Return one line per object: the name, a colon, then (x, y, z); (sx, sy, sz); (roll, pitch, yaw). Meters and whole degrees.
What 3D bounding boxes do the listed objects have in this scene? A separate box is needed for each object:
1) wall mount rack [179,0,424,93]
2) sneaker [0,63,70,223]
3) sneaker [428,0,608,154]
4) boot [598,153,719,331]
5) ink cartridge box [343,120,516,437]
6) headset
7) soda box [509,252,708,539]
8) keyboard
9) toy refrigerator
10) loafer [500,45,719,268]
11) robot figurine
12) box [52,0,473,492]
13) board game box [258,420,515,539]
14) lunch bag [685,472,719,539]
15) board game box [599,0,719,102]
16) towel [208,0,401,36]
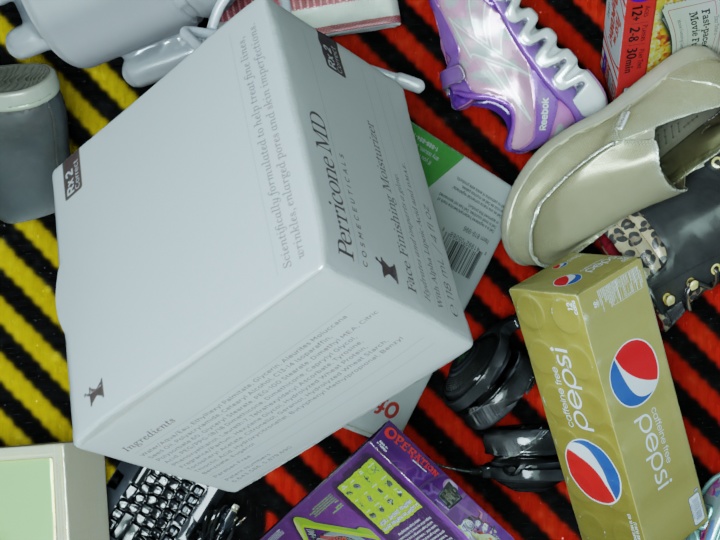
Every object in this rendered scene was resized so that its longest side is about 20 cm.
wall mount rack: (-0.058, -0.096, 0.950); (0.174, 0.075, 0.200); (1, 118, -36)
sneaker: (-0.300, -0.086, 0.972); (0.200, 0.075, 0.106); (2, 121, 19)
sneaker: (0.084, -0.163, 0.971); (0.088, 0.080, 0.200); (-41, 89, 7)
boot: (0.272, -0.005, 0.962); (0.150, 0.073, 0.200); (-33, 84, -2)
ink cartridge box: (0.000, 0.000, 0.924); (0.147, 0.083, 0.200); (28, 89, -42)
headset: (0.107, 0.105, 0.945); (0.200, 0.094, 0.124); (-30, 95, -14)
soda box: (0.168, 0.091, 0.910); (0.064, 0.068, 0.200); (-27, 108, -31)
keyboard: (-0.139, 0.178, 0.976); (0.104, 0.040, 0.200); (31, 89, 2)
toy refrigerator: (-0.222, 0.222, 0.947); (0.076, 0.070, 0.200); (-5, 85, 15)
loafer: (0.181, -0.072, 0.921); (0.200, 0.068, 0.076); (-43, 131, 3)
robot figurine: (-0.162, -0.214, 0.942); (0.200, 0.113, 0.170); (-19, 111, 14)
box: (-0.066, -0.010, 0.791); (0.200, 0.131, 0.199); (-34, 51, 28)
board game box: (0.012, 0.187, 0.910); (0.120, 0.200, 0.032); (47, 50, 4)
lunch bag: (0.292, 0.241, 0.952); (0.160, 0.077, 0.200); (18, 88, 2)
board game box: (0.271, -0.190, 0.931); (0.200, 0.152, 0.046); (-11, 59, 1)
towel: (-0.054, -0.268, 1.001); (0.144, 0.023, 0.200); (-9, 88, 0)
